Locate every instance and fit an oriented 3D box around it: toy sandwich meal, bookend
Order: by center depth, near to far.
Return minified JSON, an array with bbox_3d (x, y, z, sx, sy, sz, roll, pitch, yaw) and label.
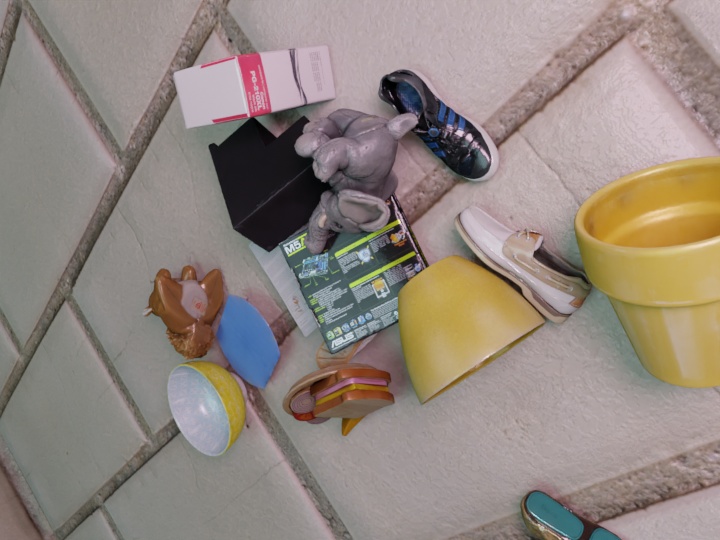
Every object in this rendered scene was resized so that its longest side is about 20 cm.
[{"bbox_3d":[-0.128,-0.175,1.028,0.198,0.092,0.202,-36,53,14],"label":"bookend"},{"bbox_3d":[-0.031,0.220,1.053,0.205,0.202,0.071,-47,47,39],"label":"toy sandwich meal"}]

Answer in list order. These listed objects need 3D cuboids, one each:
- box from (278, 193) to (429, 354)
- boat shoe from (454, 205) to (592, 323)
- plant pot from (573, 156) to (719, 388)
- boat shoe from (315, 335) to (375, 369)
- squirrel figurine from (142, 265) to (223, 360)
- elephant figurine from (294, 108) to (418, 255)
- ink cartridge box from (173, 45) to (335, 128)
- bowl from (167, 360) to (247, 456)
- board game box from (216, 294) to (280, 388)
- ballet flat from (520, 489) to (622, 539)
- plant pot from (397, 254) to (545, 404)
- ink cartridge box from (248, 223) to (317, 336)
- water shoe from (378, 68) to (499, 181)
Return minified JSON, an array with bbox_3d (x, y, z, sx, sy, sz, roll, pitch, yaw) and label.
[{"bbox_3d":[0.000,0.000,0.983,0.198,0.047,0.196,-27,87,14],"label":"box"},{"bbox_3d":[0.215,-0.024,0.840,0.199,0.075,0.069,41,126,7],"label":"boat shoe"},{"bbox_3d":[0.347,0.008,0.675,0.198,0.201,0.191,-4,120,39],"label":"plant pot"},{"bbox_3d":[0.000,0.083,1.052,0.071,0.069,0.201,42,107,6],"label":"boat shoe"},{"bbox_3d":[-0.378,0.093,1.319,0.185,0.140,0.204,-6,99,47],"label":"squirrel figurine"},{"bbox_3d":[-0.007,-0.112,0.890,0.154,0.141,0.202,28,143,42],"label":"elephant figurine"},{"bbox_3d":[-0.153,-0.277,0.958,0.143,0.199,0.086,2,110,38],"label":"ink cartridge box"},{"bbox_3d":[-0.302,0.272,1.339,0.198,0.107,0.204,15,116,34],"label":"bowl"},{"bbox_3d":[-0.212,0.136,1.264,0.158,0.039,0.201,44,135,17],"label":"board game box"},{"bbox_3d":[0.319,0.394,0.916,0.198,0.070,0.072,31,123,26],"label":"ballet flat"},{"bbox_3d":[0.128,0.067,0.865,0.200,0.198,0.143,-46,70,39],"label":"plant pot"},{"bbox_3d":[-0.096,-0.011,1.111,0.201,0.057,0.162,54,130,5],"label":"ink cartridge box"},{"bbox_3d":[0.099,-0.190,0.863,0.200,0.078,0.072,47,129,15],"label":"water shoe"}]
